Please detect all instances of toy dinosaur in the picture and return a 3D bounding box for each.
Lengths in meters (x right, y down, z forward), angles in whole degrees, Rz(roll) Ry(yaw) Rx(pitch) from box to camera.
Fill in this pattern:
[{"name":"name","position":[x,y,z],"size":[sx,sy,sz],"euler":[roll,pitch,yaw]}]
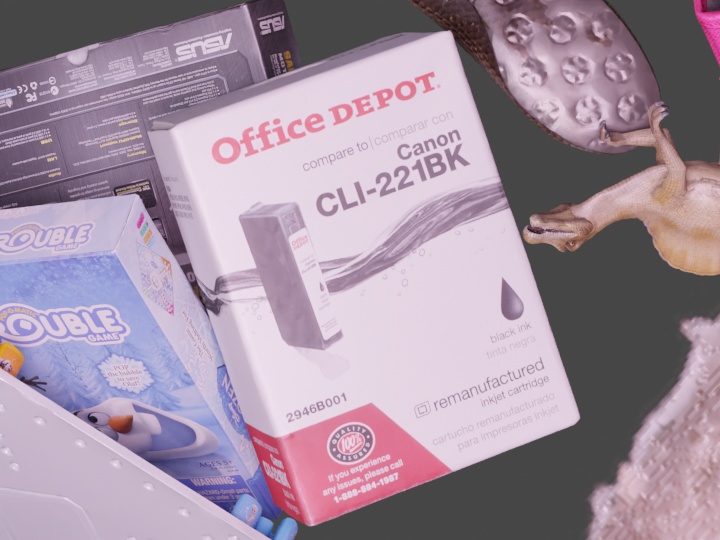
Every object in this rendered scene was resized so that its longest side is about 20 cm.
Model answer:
[{"name":"toy dinosaur","position":[0.180,-0.036,1.132],"size":[0.199,0.058,0.101],"euler":[8,126,5]}]

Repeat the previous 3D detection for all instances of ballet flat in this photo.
[{"name":"ballet flat","position":[0.062,-0.128,1.161],"size":[0.200,0.046,0.067],"euler":[38,90,4]}]

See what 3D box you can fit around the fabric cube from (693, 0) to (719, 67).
[{"name":"fabric cube","position":[0.257,-0.110,0.962],"size":[0.196,0.200,0.200],"euler":[-13,131,22]}]

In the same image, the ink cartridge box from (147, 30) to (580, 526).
[{"name":"ink cartridge box","position":[0.000,0.000,1.149],"size":[0.144,0.084,0.200],"euler":[-20,96,-11]}]

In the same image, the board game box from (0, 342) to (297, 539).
[{"name":"board game box","position":[-0.152,0.121,1.218],"size":[0.200,0.026,0.200],"euler":[33,143,-11]}]

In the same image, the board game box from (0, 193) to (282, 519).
[{"name":"board game box","position":[-0.161,0.054,1.215],"size":[0.200,0.043,0.199],"euler":[-6,133,26]}]

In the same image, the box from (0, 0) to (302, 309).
[{"name":"box","position":[-0.115,-0.041,1.239],"size":[0.200,0.048,0.159],"euler":[-13,97,23]}]
